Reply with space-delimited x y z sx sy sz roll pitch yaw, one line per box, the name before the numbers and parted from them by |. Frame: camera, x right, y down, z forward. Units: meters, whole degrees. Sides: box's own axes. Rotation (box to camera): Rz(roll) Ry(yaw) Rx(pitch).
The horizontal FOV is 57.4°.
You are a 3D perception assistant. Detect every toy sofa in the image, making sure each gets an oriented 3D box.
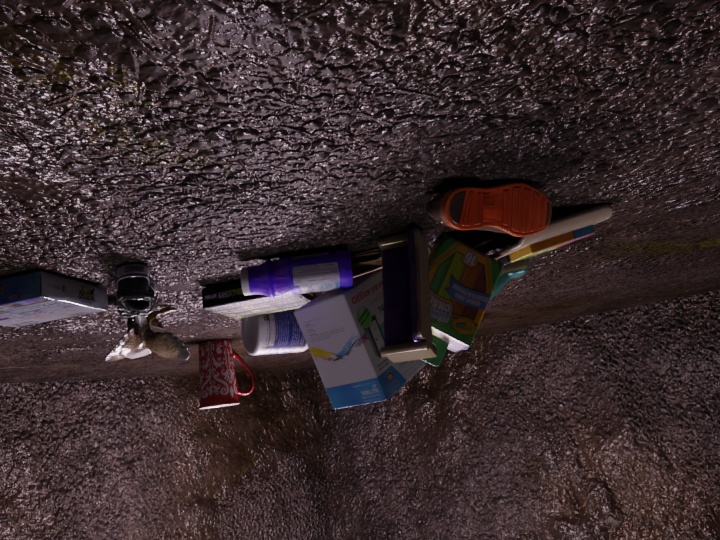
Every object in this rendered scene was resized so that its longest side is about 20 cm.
toy sofa | 0.070 0.037 1.065 0.080 0.206 0.098 -10 155 20

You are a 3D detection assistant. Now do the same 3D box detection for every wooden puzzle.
wooden puzzle | 0.322 -0.048 1.157 0.180 0.038 0.200 -17 170 -15

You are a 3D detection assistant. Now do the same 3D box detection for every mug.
mug | -0.447 0.333 2.124 0.131 0.207 0.175 -16 166 36

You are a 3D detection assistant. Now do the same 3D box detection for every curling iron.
curling iron | 0.249 -0.050 1.204 0.197 0.026 0.049 -19 166 42

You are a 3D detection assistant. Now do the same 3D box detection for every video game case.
video game case | -0.565 0.052 1.113 0.193 0.047 0.181 -10 169 10

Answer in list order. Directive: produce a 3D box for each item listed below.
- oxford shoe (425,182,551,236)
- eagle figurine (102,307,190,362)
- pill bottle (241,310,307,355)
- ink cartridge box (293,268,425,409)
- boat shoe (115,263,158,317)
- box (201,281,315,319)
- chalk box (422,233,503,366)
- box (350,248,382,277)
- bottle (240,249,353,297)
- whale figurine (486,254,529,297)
oxford shoe | 0.183 -0.089 0.924 0.194 0.074 0.072 4 -176 -27
eagle figurine | -0.446 0.138 1.347 0.150 0.200 0.152 -38 126 -5
pill bottle | -0.176 0.136 1.575 0.195 0.124 0.119 0 166 -32
ink cartridge box | -0.001 0.127 1.235 0.144 0.205 0.145 -19 -173 42
boat shoe | -0.386 0.045 1.139 0.071 0.070 0.199 -2 167 -22
box | -0.204 0.055 1.366 0.193 0.049 0.193 -10 170 8
chalk box | 0.151 0.064 1.167 0.122 0.205 0.124 24 167 1
box | 0.000 0.000 1.289 0.159 0.022 0.199 -12 168 20
bottle | -0.110 0.008 1.149 0.193 0.068 0.084 -7 169 -3
whale figurine | 0.242 0.027 1.321 0.194 0.107 0.160 -18 -162 3
